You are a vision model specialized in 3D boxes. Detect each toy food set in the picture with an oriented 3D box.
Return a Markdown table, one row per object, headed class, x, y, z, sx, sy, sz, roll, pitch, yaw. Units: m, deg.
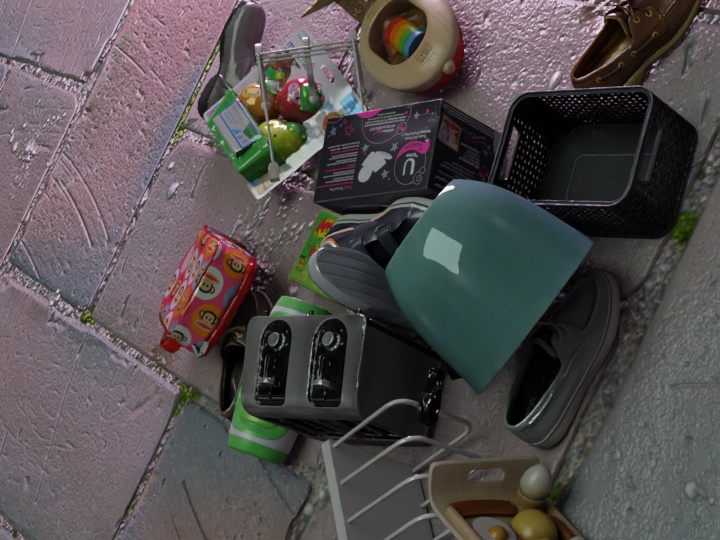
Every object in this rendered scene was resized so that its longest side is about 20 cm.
| class | x | y | z | sx | sy | sz | roll | pitch | yaw |
| --- | --- | --- | --- | --- | --- | --- | --- | --- | --- |
| toy food set | 0.173 | 0.249 | 1.357 | 0.200 | 0.142 | 0.061 | 44 | 124 | 49 |

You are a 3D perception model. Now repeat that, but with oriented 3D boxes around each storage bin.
| class | x | y | z | sx | sy | sz | roll | pitch | yaw |
| --- | --- | --- | --- | --- | --- | --- | --- | --- | --- |
| storage bin | 0.250 | -0.117 | 1.518 | 0.199 | 0.093 | 0.137 | 4 | 73 | 48 |

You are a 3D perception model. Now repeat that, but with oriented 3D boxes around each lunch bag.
| class | x | y | z | sx | sy | sz | roll | pitch | yaw |
| --- | --- | --- | --- | --- | --- | --- | --- | --- | --- |
| lunch bag | -0.219 | 0.036 | 1.896 | 0.177 | 0.081 | 0.200 | -59 | 16 | 3 |

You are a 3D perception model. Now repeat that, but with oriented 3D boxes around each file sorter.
| class | x | y | z | sx | sy | sz | roll | pitch | yaw |
| --- | --- | --- | --- | --- | --- | --- | --- | --- | --- |
| file sorter | 0.063 | 0.256 | 1.474 | 0.124 | 0.138 | 0.202 | -40 | 45 | 30 |

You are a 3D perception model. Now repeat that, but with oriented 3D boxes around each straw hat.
| class | x | y | z | sx | sy | sz | roll | pitch | yaw |
| --- | --- | --- | --- | --- | --- | --- | --- | --- | --- |
| straw hat | 0.012 | -0.389 | 1.911 | 0.201 | 0.085 | 0.201 | -45 | 9 | 9 |

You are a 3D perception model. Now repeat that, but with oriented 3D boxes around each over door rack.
| class | x | y | z | sx | sy | sz | roll | pitch | yaw |
| --- | --- | --- | --- | --- | --- | --- | --- | --- | --- |
| over door rack | -0.062 | -0.215 | 1.865 | 0.146 | 0.067 | 0.202 | -8 | 74 | 2 |

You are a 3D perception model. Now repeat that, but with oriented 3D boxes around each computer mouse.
| class | x | y | z | sx | sy | sz | roll | pitch | yaw |
| --- | --- | --- | --- | --- | --- | --- | --- | --- | --- |
| computer mouse | 0.089 | 0.109 | 1.528 | 0.034 | 0.059 | 0.200 | -1 | 23 | 21 |

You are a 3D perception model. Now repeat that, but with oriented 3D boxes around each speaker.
| class | x | y | z | sx | sy | sz | roll | pitch | yaw |
| --- | --- | --- | --- | --- | --- | --- | --- | --- | --- |
| speaker | -0.100 | 0.139 | 1.758 | 0.088 | 0.088 | 0.202 | 9 | 77 | 48 |

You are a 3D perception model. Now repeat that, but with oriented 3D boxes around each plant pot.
| class | x | y | z | sx | sy | sz | roll | pitch | yaw |
| --- | --- | --- | --- | --- | --- | --- | --- | --- | --- |
| plant pot | 0.123 | 0.002 | 1.463 | 0.160 | 0.201 | 0.201 | 37 | 100 | 5 |

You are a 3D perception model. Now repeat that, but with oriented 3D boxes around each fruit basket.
| class | x | y | z | sx | sy | sz | roll | pitch | yaw |
| --- | --- | --- | --- | --- | --- | --- | --- | --- | --- |
| fruit basket | -0.113 | -0.225 | 1.946 | 0.200 | 0.094 | 0.186 | -41 | 59 | 12 |

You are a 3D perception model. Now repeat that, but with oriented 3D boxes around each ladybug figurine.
| class | x | y | z | sx | sy | sz | roll | pitch | yaw |
| --- | --- | --- | --- | --- | --- | --- | --- | --- | --- |
| ladybug figurine | 0.073 | -0.295 | 1.814 | 0.136 | 0.072 | 0.200 | -53 | 41 | 13 |

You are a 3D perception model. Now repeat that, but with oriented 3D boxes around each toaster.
| class | x | y | z | sx | sy | sz | roll | pitch | yaw |
| --- | --- | --- | --- | --- | --- | --- | --- | --- | --- |
| toaster | -0.018 | 0.127 | 1.611 | 0.179 | 0.199 | 0.120 | -1 | 71 | 37 |

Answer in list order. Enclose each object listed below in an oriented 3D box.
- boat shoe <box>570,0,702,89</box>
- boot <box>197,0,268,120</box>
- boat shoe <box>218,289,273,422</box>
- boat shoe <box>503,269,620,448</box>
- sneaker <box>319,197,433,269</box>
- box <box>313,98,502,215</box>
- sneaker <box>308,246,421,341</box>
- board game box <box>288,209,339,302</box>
| class | x | y | z | sx | sy | sz | roll | pitch | yaw |
| --- | --- | --- | --- | --- | --- | --- | --- | --- | --- |
| boat shoe | 0.310 | -0.272 | 1.555 | 0.201 | 0.067 | 0.072 | -53 | 41 | 11 |
| boot | -0.161 | -0.298 | 2.078 | 0.131 | 0.069 | 0.202 | 26 | 100 | 47 |
| boat shoe | -0.155 | 0.111 | 1.850 | 0.071 | 0.059 | 0.202 | -23 | 54 | 38 |
| boat shoe | 0.210 | 0.087 | 1.467 | 0.070 | 0.071 | 0.203 | 19 | 84 | 49 |
| sneaker | 0.026 | -0.028 | 1.637 | 0.199 | 0.079 | 0.080 | -12 | 35 | 50 |
| box | 0.059 | -0.121 | 1.691 | 0.199 | 0.131 | 0.116 | -2 | 71 | 46 |
| sneaker | 0.012 | 0.038 | 1.608 | 0.071 | 0.199 | 0.074 | -34 | 39 | 41 |
| board game box | 0.000 | 0.000 | 1.754 | 0.199 | 0.047 | 0.102 | 24 | 87 | 49 |
